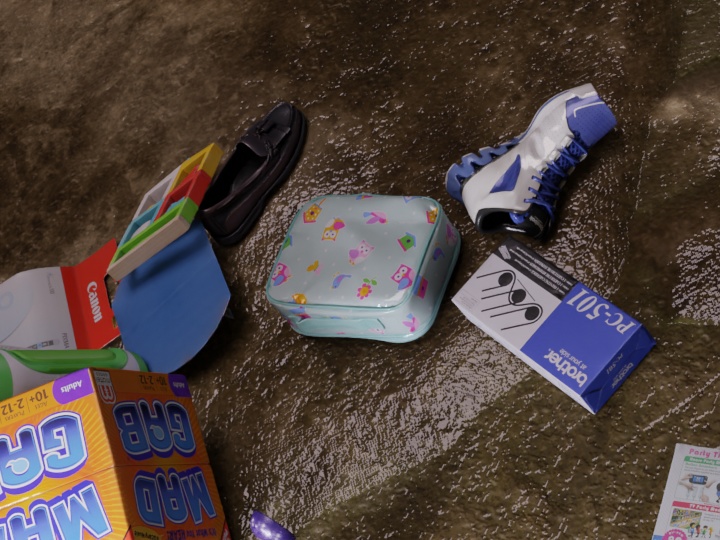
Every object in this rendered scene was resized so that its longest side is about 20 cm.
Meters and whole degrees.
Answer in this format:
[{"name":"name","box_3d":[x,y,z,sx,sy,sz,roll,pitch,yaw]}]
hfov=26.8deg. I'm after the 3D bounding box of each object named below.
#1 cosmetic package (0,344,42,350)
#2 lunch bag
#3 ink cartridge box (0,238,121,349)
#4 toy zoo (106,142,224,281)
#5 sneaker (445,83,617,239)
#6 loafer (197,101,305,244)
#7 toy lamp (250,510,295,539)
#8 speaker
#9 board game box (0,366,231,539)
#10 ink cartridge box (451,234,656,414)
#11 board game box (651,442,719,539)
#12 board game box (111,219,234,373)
[{"name":"cosmetic package","box_3d":[-0.461,0.128,1.759,0.199,0.072,0.101,7,13,0]},{"name":"lunch bag","box_3d":[0.000,0.000,1.642,0.199,0.077,0.161,1,61,34]},{"name":"ink cartridge box","box_3d":[-0.381,0.054,1.867,0.200,0.047,0.160,-33,46,11]},{"name":"toy zoo","box_3d":[-0.232,-0.081,1.835,0.131,0.020,0.200,-33,24,31]},{"name":"sneaker","box_3d":[0.192,-0.096,1.596,0.199,0.081,0.115,-33,50,18]},{"name":"loafer","box_3d":[-0.132,-0.128,1.828,0.072,0.063,0.201,12,66,39]},{"name":"toy lamp","box_3d":[-0.138,0.337,1.500,0.058,0.058,0.200,21,72,41]},{"name":"speaker","box_3d":[-0.333,0.128,1.673,0.088,0.199,0.089,-2,87,45]},{"name":"board game box","box_3d":[-0.280,0.227,1.525,0.199,0.200,0.201,-22,76,18]},{"name":"ink cartridge box","box_3d":[0.189,0.050,1.505,0.094,0.044,0.200,-48,46,-4]},{"name":"board game box","box_3d":[0.316,0.254,1.263,0.147,0.064,0.201,5,62,34]},{"name":"board game box","box_3d":[-0.214,0.041,1.776,0.158,0.039,0.200,-41,46,16]}]
